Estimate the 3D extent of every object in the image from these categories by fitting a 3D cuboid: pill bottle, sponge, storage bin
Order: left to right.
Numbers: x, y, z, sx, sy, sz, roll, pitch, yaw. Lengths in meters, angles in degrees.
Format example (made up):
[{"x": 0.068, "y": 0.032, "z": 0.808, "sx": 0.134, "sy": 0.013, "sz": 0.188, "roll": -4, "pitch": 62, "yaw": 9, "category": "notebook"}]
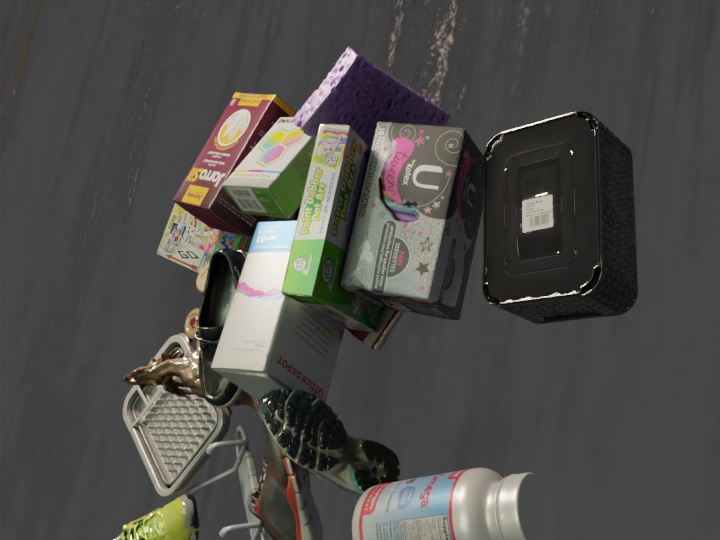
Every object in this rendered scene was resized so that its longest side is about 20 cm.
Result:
[{"x": 0.019, "y": -0.189, "z": 1.028, "sx": 0.112, "sy": 0.200, "sz": 0.030, "roll": -51, "pitch": 51, "yaw": 17, "category": "sponge"}, {"x": 0.097, "y": 0.267, "z": 0.861, "sx": 0.200, "sy": 0.109, "sz": 0.109, "roll": -20, "pitch": 63, "yaw": 34, "category": "pill bottle"}, {"x": 0.212, "y": -0.053, "z": 0.884, "sx": 0.135, "sy": 0.094, "sz": 0.200, "roll": -10, "pitch": 68, "yaw": 38, "category": "storage bin"}]

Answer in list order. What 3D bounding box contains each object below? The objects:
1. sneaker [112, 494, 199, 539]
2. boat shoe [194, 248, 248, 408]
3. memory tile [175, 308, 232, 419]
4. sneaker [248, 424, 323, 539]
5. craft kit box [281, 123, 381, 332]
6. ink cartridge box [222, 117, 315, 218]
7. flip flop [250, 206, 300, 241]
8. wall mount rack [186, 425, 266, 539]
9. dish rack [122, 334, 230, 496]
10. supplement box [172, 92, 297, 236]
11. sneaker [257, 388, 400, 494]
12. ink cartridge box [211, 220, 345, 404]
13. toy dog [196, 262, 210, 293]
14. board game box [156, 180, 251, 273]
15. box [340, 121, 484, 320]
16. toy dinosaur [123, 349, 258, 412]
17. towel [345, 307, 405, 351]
[{"x": -0.292, "y": 0.377, "z": 1.164, "sx": 0.200, "sy": 0.076, "sz": 0.075, "roll": -46, "pitch": 48, "yaw": 36, "category": "sneaker"}, {"x": -0.172, "y": 0.067, "z": 1.016, "sx": 0.074, "sy": 0.066, "sz": 0.200, "roll": 6, "pitch": 77, "yaw": 25, "category": "boat shoe"}, {"x": -0.250, "y": 0.166, "z": 1.265, "sx": 0.153, "sy": 0.017, "sz": 0.200, "roll": -54, "pitch": 49, "yaw": 13, "category": "memory tile"}, {"x": -0.104, "y": 0.269, "z": 1.004, "sx": 0.082, "sy": 0.077, "sz": 0.200, "roll": -11, "pitch": 96, "yaw": 9, "category": "sneaker"}, {"x": -0.013, "y": -0.043, "z": 0.983, "sx": 0.048, "sy": 0.197, "sz": 0.200, "roll": 6, "pitch": 78, "yaw": 27, "category": "craft kit box"}, {"x": -0.091, "y": -0.165, "z": 1.154, "sx": 0.104, "sy": 0.059, "sz": 0.200, "roll": 9, "pitch": 53, "yaw": 44, "category": "ink cartridge box"}, {"x": -0.099, "y": -0.093, "z": 1.186, "sx": 0.200, "sy": 0.058, "sz": 0.081, "roll": -25, "pitch": 43, "yaw": 37, "category": "flip flop"}, {"x": -0.182, "y": 0.321, "z": 1.119, "sx": 0.174, "sy": 0.074, "sz": 0.200, "roll": 116, "pitch": 145, "yaw": -50, "category": "wall mount rack"}, {"x": -0.269, "y": 0.215, "z": 1.224, "sx": 0.172, "sy": 0.044, "sz": 0.200, "roll": -51, "pitch": 49, "yaw": 14, "category": "dish rack"}, {"x": -0.179, "y": -0.162, "z": 1.241, "sx": 0.110, "sy": 0.086, "sz": 0.200, "roll": 15, "pitch": 73, "yaw": 47, "category": "supplement box"}, {"x": -0.051, "y": 0.210, "z": 0.960, "sx": 0.086, "sy": 0.200, "sz": 0.078, "roll": -19, "pitch": 38, "yaw": 49, "category": "sneaker"}, {"x": -0.087, "y": 0.059, "z": 1.010, "sx": 0.085, "sy": 0.145, "sz": 0.200, "roll": -1, "pitch": 61, "yaw": 28, "category": "ink cartridge box"}, {"x": -0.172, "y": 0.068, "z": 1.163, "sx": 0.096, "sy": 0.132, "sz": 0.200, "roll": -57, "pitch": 26, "yaw": 1, "category": "toy dog"}, {"x": -0.246, "y": -0.063, "z": 1.334, "sx": 0.200, "sy": 0.029, "sz": 0.135, "roll": 19, "pitch": 89, "yaw": 43, "category": "board game box"}, {"x": 0.070, "y": -0.056, "z": 0.968, "sx": 0.115, "sy": 0.132, "sz": 0.200, "roll": 8, "pitch": 80, "yaw": 24, "category": "box"}, {"x": -0.203, "y": 0.152, "z": 1.121, "sx": 0.136, "sy": 0.200, "sz": 0.086, "roll": -45, "pitch": 16, "yaw": 42, "category": "toy dinosaur"}, {"x": 0.000, "y": 0.000, "z": 1.102, "sx": 0.200, "sy": 0.023, "sz": 0.144, "roll": 39, "pitch": 100, "yaw": 40, "category": "towel"}]
